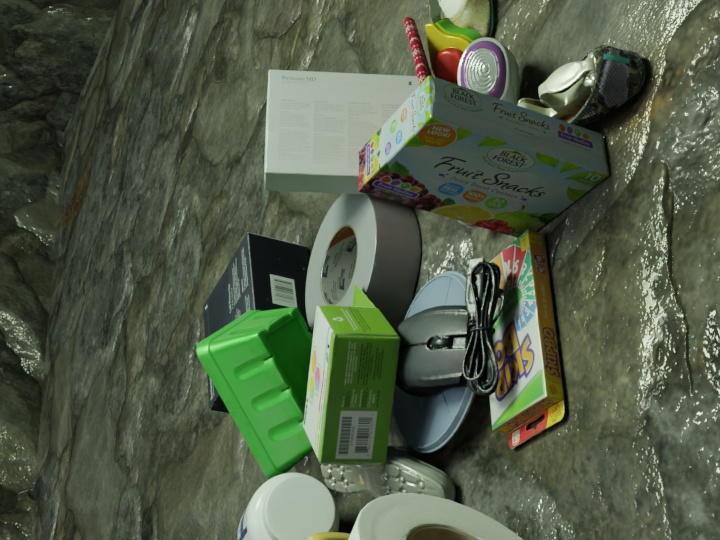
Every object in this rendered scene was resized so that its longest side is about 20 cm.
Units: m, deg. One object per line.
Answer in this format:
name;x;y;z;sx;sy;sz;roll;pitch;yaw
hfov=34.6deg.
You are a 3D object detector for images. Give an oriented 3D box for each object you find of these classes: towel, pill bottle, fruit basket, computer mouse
towel;0.083;-0.175;1.328;0.145;0.022;0.201;66;-168;-52
pill bottle;-0.086;0.308;1.399;0.200;0.110;0.112;118;156;-66
fruit basket;-0.129;0.159;1.508;0.215;0.155;0.217;14;117;28
computer mouse;0.077;0.074;1.204;0.200;0.052;0.139;147;130;-60

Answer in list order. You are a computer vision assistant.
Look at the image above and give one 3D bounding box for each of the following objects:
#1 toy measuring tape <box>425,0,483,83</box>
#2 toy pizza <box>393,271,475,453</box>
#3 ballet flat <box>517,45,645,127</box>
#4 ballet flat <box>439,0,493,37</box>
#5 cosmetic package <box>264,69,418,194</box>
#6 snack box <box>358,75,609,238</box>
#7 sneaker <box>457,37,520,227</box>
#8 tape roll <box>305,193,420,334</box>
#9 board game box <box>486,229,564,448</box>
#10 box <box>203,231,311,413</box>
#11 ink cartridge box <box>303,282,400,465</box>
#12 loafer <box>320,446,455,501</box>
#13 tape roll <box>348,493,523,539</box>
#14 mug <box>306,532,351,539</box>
toy measuring tape;0.112;-0.278;1.321;0.074;0.073;0.201;-143;40;-63
toy pizza;0.090;0.101;1.271;0.200;0.032;0.201;-168;90;-68
ballet flat;0.193;-0.160;1.139;0.200;0.072;0.072;-41;43;53
ballet flat;0.116;-0.355;1.399;0.071;0.070;0.201;-43;41;50
cosmetic package;-0.018;-0.171;1.438;0.052;0.199;0.152;101;171;-66
snack box;0.117;-0.104;1.116;0.142;0.199;0.053;-44;40;50
sneaker;0.143;-0.146;1.248;0.074;0.100;0.201;11;100;22
tape roll;0.000;0.000;1.475;0.200;0.066;0.201;-38;45;53
board game box;0.159;0.069;1.153;0.096;0.030;0.201;-45;42;51
box;-0.149;0.083;1.706;0.182;0.104;0.201;-53;34;40
ink cartridge box;-0.023;0.109;1.295;0.200;0.075;0.149;-131;46;-68
loafer;0.036;0.224;1.287;0.199;0.070;0.070;8;113;49
tape roll;0.076;0.283;1.015;0.071;0.201;0.203;-68;26;19
mug;-0.045;0.400;1.274;0.150;0.152;0.187;-50;36;46
